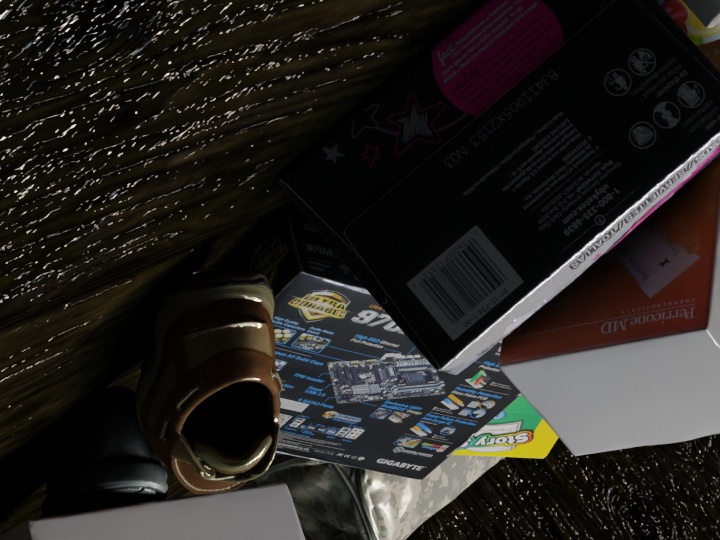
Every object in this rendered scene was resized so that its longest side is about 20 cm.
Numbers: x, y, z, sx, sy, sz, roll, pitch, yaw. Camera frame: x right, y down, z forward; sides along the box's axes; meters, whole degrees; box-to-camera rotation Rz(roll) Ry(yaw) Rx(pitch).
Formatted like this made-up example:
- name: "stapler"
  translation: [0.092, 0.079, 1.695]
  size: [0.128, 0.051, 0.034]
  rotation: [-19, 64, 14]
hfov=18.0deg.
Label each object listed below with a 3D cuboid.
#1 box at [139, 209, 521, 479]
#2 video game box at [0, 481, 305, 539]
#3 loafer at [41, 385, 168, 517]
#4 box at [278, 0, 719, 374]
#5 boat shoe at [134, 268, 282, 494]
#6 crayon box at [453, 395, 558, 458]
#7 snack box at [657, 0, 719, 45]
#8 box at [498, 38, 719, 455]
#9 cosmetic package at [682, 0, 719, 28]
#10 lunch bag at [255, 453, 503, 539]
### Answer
- name: "box"
  translation: [-0.001, 0.049, 1.296]
  size: [0.200, 0.046, 0.159]
  rotation: [14, 137, -33]
- name: "video game box"
  translation: [-0.163, 0.180, 1.323]
  size: [0.200, 0.047, 0.182]
  rotation: [-3, 157, -48]
- name: "loafer"
  translation: [-0.150, 0.121, 1.351]
  size: [0.072, 0.063, 0.200]
  rotation: [0, 163, -16]
- name: "box"
  translation: [0.080, -0.056, 1.155]
  size: [0.200, 0.132, 0.115]
  rotation: [-41, 173, 3]
- name: "boat shoe"
  translation: [-0.077, 0.076, 1.196]
  size: [0.076, 0.074, 0.200]
  rotation: [-11, 151, -9]
- name: "crayon box"
  translation: [0.048, 0.045, 1.399]
  size: [0.200, 0.058, 0.173]
  rotation: [4, 142, -19]
- name: "snack box"
  translation: [0.251, -0.151, 1.310]
  size: [0.200, 0.142, 0.053]
  rotation: [-45, -157, 26]
- name: "box"
  translation: [0.162, -0.013, 1.250]
  size: [0.124, 0.097, 0.200]
  rotation: [-12, -131, 30]
- name: "cosmetic package"
  translation: [0.208, -0.208, 1.090]
  size: [0.107, 0.090, 0.200]
  rotation: [-39, 177, -20]
- name: "lunch bag"
  translation: [0.017, 0.109, 1.687]
  size: [0.200, 0.168, 0.139]
  rotation: [-38, -172, -32]
